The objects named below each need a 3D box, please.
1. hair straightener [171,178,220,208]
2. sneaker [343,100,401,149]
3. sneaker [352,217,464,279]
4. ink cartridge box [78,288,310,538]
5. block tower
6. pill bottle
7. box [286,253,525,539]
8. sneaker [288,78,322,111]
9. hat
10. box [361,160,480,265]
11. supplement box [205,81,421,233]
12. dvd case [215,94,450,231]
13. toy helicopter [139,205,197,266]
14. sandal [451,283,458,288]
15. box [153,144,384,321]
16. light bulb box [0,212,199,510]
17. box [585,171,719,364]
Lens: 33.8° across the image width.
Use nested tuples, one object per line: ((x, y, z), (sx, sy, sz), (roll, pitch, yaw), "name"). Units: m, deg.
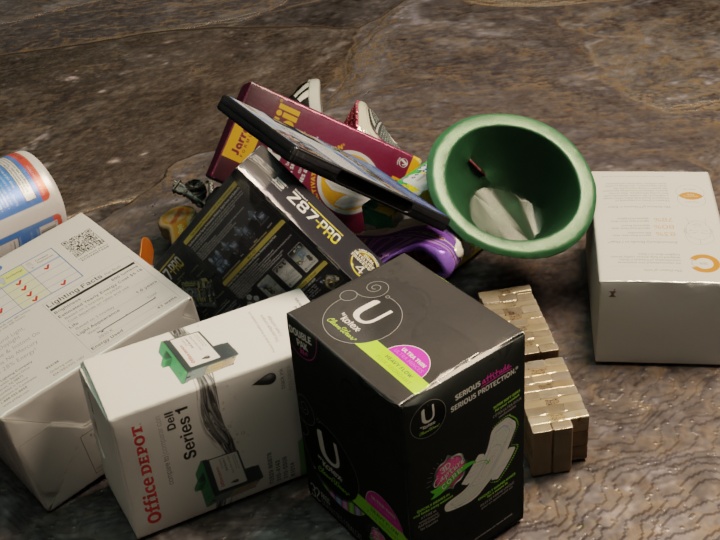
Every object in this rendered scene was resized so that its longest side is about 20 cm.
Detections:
((-0.172, -0.089, 1.329), (0.077, 0.041, 0.200), (30, 4, -18), "hair straightener")
((0.015, -0.133, 1.417), (0.074, 0.081, 0.200), (16, 30, -21), "sneaker")
((0.000, 0.000, 1.141), (0.199, 0.081, 0.083), (-17, 17, 16), "sneaker")
((-0.121, 0.121, 1.005), (0.199, 0.147, 0.084), (-19, 40, -19), "ink cartridge box")
((0.156, 0.096, 1.086), (0.054, 0.058, 0.200), (-8, 37, -5), "block tower")
((-0.435, -0.045, 1.301), (0.200, 0.113, 0.112), (-29, 42, -32), "pill bottle")
((0.038, 0.118, 0.942), (0.124, 0.201, 0.148), (-26, 41, -28), "box")
((-0.102, -0.189, 1.479), (0.111, 0.073, 0.200), (-4, 23, -1), "sneaker")
((0.144, -0.049, 1.235), (0.199, 0.176, 0.166), (1, 64, -13), "hat")
((0.087, -0.060, 1.257), (0.048, 0.118, 0.200), (22, 42, 39), "box")
((-0.052, -0.109, 1.260), (0.199, 0.111, 0.086), (23, 1, -12), "supplement box")
((-0.024, -0.098, 1.099), (0.200, 0.018, 0.143), (22, 12, -41), "dvd case")
((-0.190, -0.012, 1.264), (0.132, 0.079, 0.200), (-24, 33, -4), "toy helicopter")
((0.047, 0.066, 1.108), (0.057, 0.080, 0.201), (-8, 24, 44), "sandal")
((-0.089, 0.005, 1.071), (0.161, 0.200, 0.049), (43, 45, -4), "box")
((-0.271, 0.075, 1.089), (0.198, 0.125, 0.200), (-33, 44, -25), "light bulb box")
((0.291, -0.007, 1.178), (0.124, 0.098, 0.200), (1, 35, 7), "box")
